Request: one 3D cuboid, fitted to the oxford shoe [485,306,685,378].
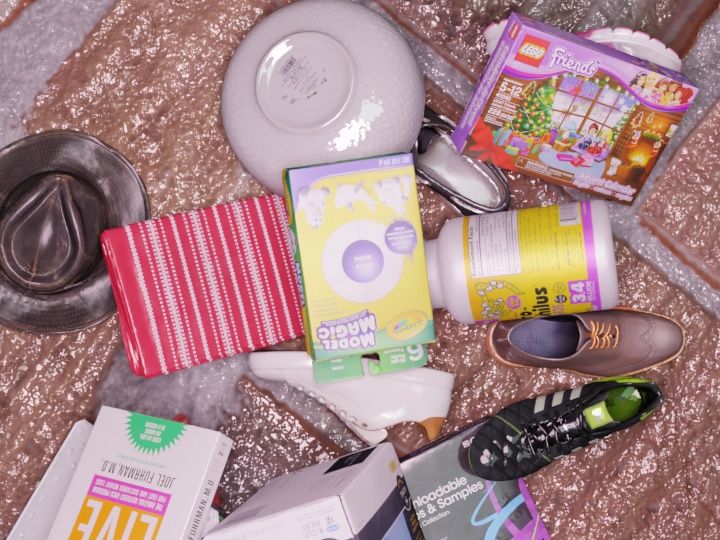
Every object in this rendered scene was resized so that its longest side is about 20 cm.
[{"bbox_3d":[0.227,0.071,1.178,0.199,0.073,0.072,-3,85,-7],"label":"oxford shoe"}]

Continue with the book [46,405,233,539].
[{"bbox_3d":[-0.199,0.226,1.038,0.133,0.048,0.200,7,68,31],"label":"book"}]

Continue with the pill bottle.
[{"bbox_3d":[0.141,-0.005,1.147,0.199,0.104,0.105,-7,86,12],"label":"pill bottle"}]

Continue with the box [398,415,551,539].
[{"bbox_3d":[0.106,0.260,1.169,0.143,0.036,0.200,-25,86,-8],"label":"box"}]

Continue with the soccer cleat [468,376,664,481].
[{"bbox_3d":[0.195,0.144,1.146,0.200,0.081,0.068,-20,85,-20],"label":"soccer cleat"}]

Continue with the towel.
[{"bbox_3d":[-0.137,0.011,1.146,0.200,0.022,0.145,-14,85,-25],"label":"towel"}]

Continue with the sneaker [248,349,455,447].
[{"bbox_3d":[-0.012,0.122,1.149,0.199,0.073,0.085,10,86,-4],"label":"sneaker"}]

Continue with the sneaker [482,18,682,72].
[{"bbox_3d":[0.218,-0.194,1.202,0.199,0.081,0.088,5,89,1],"label":"sneaker"}]

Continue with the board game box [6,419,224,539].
[{"bbox_3d":[-0.236,0.263,1.081,0.200,0.026,0.200,25,82,35],"label":"board game box"}]

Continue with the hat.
[{"bbox_3d":[-0.293,-0.040,1.128,0.200,0.081,0.201,0,85,-5],"label":"hat"}]

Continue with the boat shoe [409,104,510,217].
[{"bbox_3d":[0.066,-0.120,1.183,0.200,0.060,0.074,43,82,-1],"label":"boat shoe"}]

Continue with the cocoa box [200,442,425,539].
[{"bbox_3d":[-0.029,0.250,1.058,0.133,0.200,0.132,-20,90,14],"label":"cocoa box"}]

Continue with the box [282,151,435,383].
[{"bbox_3d":[0.000,0.000,1.090,0.117,0.048,0.201,-9,99,-10],"label":"box"}]

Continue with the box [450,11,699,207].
[{"bbox_3d":[0.204,-0.150,1.151,0.200,0.039,0.137,14,118,-21],"label":"box"}]

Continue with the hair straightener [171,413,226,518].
[{"bbox_3d":[-0.161,0.241,1.149,0.077,0.041,0.200,-24,94,14],"label":"hair straightener"}]

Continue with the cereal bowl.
[{"bbox_3d":[-0.042,-0.166,1.137,0.200,0.083,0.201,-1,84,12],"label":"cereal bowl"}]
